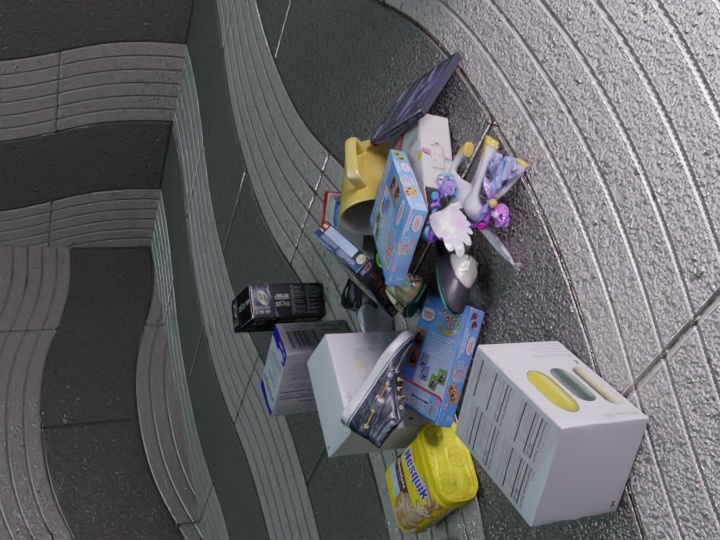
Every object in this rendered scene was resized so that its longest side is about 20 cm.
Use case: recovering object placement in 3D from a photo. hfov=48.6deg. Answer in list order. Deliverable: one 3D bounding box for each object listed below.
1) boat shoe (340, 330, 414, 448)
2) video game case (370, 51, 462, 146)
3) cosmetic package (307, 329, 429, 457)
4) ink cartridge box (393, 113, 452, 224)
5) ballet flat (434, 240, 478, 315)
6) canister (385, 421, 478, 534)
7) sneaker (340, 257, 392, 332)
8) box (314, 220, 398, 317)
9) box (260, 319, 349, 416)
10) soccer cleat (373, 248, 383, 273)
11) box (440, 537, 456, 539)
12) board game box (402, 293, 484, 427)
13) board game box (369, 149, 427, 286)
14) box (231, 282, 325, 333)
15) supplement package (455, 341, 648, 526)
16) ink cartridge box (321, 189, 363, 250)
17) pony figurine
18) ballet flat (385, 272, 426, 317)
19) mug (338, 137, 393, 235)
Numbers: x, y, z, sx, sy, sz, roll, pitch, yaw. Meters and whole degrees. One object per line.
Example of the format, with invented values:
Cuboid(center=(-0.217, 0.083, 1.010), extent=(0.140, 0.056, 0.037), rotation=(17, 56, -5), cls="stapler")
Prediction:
Cuboid(center=(0.055, 0.210, 1.404), extent=(0.202, 0.090, 0.071), rotation=(-54, -14, -12), cls="boat shoe")
Cuboid(center=(0.099, -0.311, 1.466), extent=(0.144, 0.019, 0.199), rotation=(-58, 17, -20), cls="video game case")
Cuboid(center=(0.022, 0.233, 1.533), extent=(0.124, 0.196, 0.203), rotation=(-57, 42, 50), cls="cosmetic package")
Cuboid(center=(0.114, -0.166, 1.441), extent=(0.117, 0.066, 0.204), rotation=(131, 143, -55), cls="ink cartridge box")
Cuboid(center=(0.163, -0.019, 1.354), extent=(0.203, 0.071, 0.074), rotation=(-93, 20, -43), cls="ballet flat")
Cuboid(center=(0.123, 0.382, 1.456), extent=(0.201, 0.085, 0.151), rotation=(121, 141, -50), cls="canister")
Cuboid(center=(0.011, 0.083, 1.704), extent=(0.114, 0.074, 0.204), rotation=(133, 136, -57), cls="sneaker")
Cuboid(center=(0.000, 0.000, 1.550), extent=(0.136, 0.038, 0.200), rotation=(41, 174, 35), cls="box")
Cuboid(center=(-0.124, 0.227, 1.865), extent=(0.106, 0.180, 0.203), rotation=(58, 140, 45), cls="box")
Cuboid(center=(0.066, -0.026, 1.513), extent=(0.201, 0.066, 0.083), rotation=(-61, -19, -63), cls="soccer cleat")
Cuboid(center=(0.095, 0.538, 1.386), extent=(0.095, 0.196, 0.079), rotation=(42, 128, 55), cls="box")
Cuboid(center=(0.136, 0.153, 1.401), extent=(0.151, 0.036, 0.204), rotation=(17, 91, 64), cls="board game box")
Cuboid(center=(0.062, -0.094, 1.390), extent=(0.202, 0.036, 0.154), rotation=(-102, 24, -54), cls="board game box")
Cuboid(center=(-0.211, 0.095, 2.027), extent=(0.163, 0.196, 0.088), rotation=(146, 119, -60), cls="box")
Cuboid(center=(0.254, 0.214, 1.092), extent=(0.200, 0.149, 0.154), rotation=(-133, 49, -55), cls="supplement package")
Cuboid(center=(-0.042, -0.107, 1.786), extent=(0.200, 0.066, 0.119), rotation=(-125, 40, -70), cls="ink cartridge box")
Cuboid(center=(0.181, -0.101, 1.269), extent=(0.203, 0.164, 0.194), rotation=(-61, 32, 16), cls="pony figurine")
Cuboid(center=(0.079, 0.036, 1.475), extent=(0.069, 0.074, 0.200), rotation=(-60, -7, -10), cls="ballet flat")
Cuboid(center=(0.029, -0.181, 1.577), extent=(0.187, 0.146, 0.156), rotation=(112, 158, -63), cls="mug")
